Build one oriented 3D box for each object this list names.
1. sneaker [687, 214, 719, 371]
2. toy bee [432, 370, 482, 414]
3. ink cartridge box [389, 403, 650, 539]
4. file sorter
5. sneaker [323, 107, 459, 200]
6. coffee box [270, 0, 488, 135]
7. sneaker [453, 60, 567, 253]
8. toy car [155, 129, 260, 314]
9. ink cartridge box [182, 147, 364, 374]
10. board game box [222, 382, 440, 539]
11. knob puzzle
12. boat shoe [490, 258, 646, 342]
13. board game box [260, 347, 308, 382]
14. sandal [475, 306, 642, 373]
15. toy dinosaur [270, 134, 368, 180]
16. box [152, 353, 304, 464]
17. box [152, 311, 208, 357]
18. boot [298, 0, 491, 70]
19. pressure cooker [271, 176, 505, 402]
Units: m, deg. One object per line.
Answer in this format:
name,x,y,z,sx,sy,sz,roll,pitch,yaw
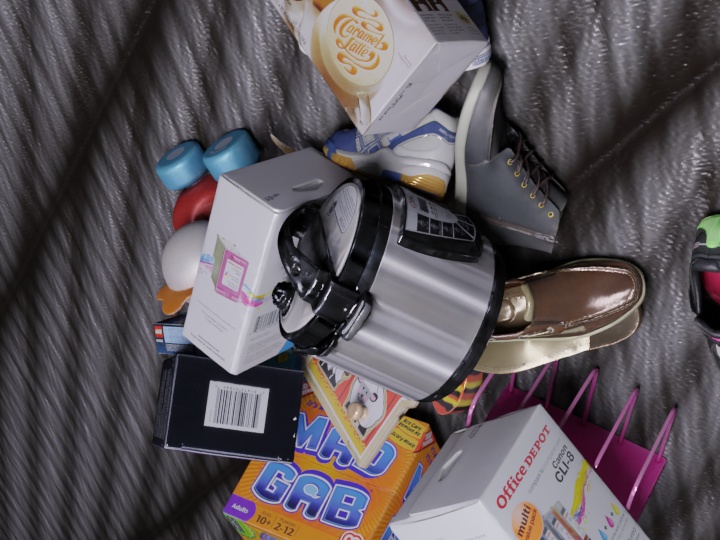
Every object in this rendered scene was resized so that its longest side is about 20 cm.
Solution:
sneaker,0.333,0.045,1.138,0.076,0.084,0.201,3,131,40
toy bee,0.080,0.049,1.350,0.200,0.131,0.109,50,120,3
ink cartridge box,0.161,0.264,1.241,0.200,0.145,0.144,49,139,-10
file sorter,0.222,0.180,1.336,0.198,0.139,0.126,24,140,20
sneaker,0.037,-0.128,1.234,0.075,0.089,0.199,19,-178,-35
coffee box,0.002,-0.230,1.057,0.114,0.079,0.201,-46,69,37
sneaker,0.146,-0.105,1.168,0.105,0.075,0.201,12,137,13
toy car,-0.176,-0.023,1.415,0.176,0.200,0.185,-5,126,44
ink cartridge box,-0.090,-0.013,1.289,0.084,0.144,0.202,35,124,25
board game box,-0.017,0.298,1.590,0.198,0.201,0.201,16,150,28
knob puzzle,0.011,0.076,1.316,0.030,0.222,0.219,18,158,-35
boat shoe,0.177,0.036,1.217,0.200,0.075,0.076,-16,83,21
board game box,-0.003,0.112,1.475,0.199,0.047,0.150,1,165,41
sandal,0.191,0.060,1.291,0.209,0.070,0.079,-10,87,22
toy dinosaur,-0.013,-0.078,1.354,0.199,0.058,0.102,30,128,7
box,-0.156,0.159,1.429,0.146,0.106,0.200,9,171,-11
box,-0.124,0.057,1.461,0.136,0.199,0.038,-1,103,40
boot,0.026,-0.239,1.130,0.198,0.073,0.091,9,124,28
pressure cooker,0.013,0.013,1.151,0.198,0.180,0.176,25,158,-18
